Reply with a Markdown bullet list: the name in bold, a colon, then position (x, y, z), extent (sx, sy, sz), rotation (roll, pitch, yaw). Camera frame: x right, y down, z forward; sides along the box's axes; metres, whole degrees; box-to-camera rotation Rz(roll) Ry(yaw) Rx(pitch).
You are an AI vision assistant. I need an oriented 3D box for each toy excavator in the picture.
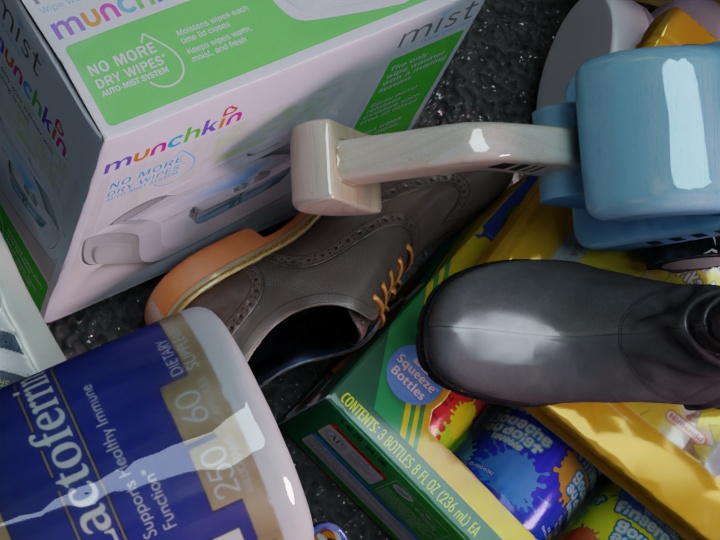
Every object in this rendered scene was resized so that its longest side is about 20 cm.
- **toy excavator**: position (0.096, -0.055, 0.882), extent (0.200, 0.194, 0.100), rotation (5, 80, -45)

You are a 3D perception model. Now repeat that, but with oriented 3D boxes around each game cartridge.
- **game cartridge**: position (0.158, 0.004, 0.966), extent (0.176, 0.032, 0.200), rotation (38, 77, -8)

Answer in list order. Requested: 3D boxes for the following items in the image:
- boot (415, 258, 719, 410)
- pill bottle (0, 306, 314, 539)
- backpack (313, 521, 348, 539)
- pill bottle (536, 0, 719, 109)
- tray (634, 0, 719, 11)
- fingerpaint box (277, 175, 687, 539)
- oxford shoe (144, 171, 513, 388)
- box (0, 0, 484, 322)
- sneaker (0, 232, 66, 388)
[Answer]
- **boot**: position (0.134, 0.024, 0.874), extent (0.200, 0.132, 0.070), rotation (2, 83, -16)
- **pill bottle**: position (-0.129, 0.103, 0.817), extent (0.200, 0.116, 0.116), rotation (-24, 85, -10)
- **backpack**: position (-0.017, 0.220, 0.853), extent (0.200, 0.154, 0.191), rotation (-40, 113, -60)
- **pill bottle**: position (0.199, -0.077, 1.065), extent (0.200, 0.112, 0.113), rotation (15, 69, -18)
- **tray**: position (0.141, -0.182, 1.078), extent (0.200, 0.099, 0.037), rotation (10, 69, -20)
- **fingerpaint box**: position (0.091, 0.082, 0.994), extent (0.200, 0.073, 0.167), rotation (46, 63, -5)
- **oxford shoe**: position (0.000, 0.000, 0.966), extent (0.200, 0.071, 0.073), rotation (-32, 56, -15)
- **box**: position (-0.067, -0.088, 0.915), extent (0.200, 0.177, 0.097), rotation (-24, 74, -27)
- **sneaker**: position (-0.190, 0.030, 0.891), extent (0.084, 0.075, 0.200), rotation (-31, 88, -30)
